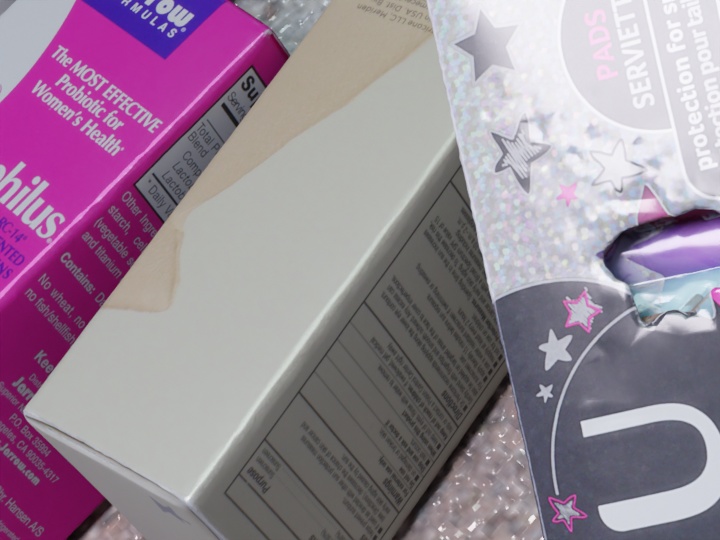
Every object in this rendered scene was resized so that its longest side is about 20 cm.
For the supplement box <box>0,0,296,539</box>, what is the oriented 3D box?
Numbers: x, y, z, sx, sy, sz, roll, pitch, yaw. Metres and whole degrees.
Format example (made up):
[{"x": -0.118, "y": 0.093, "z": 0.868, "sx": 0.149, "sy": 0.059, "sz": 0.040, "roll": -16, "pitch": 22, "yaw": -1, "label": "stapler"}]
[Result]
[{"x": -0.105, "y": 0.000, "z": 0.774, "sx": 0.200, "sy": 0.103, "sz": 0.101, "roll": -45, "pitch": 49, "yaw": -11, "label": "supplement box"}]

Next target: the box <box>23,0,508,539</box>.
[{"x": 0.000, "y": 0.000, "z": 0.726, "sx": 0.078, "sy": 0.095, "sz": 0.200, "roll": 24, "pitch": 69, "yaw": 38, "label": "box"}]

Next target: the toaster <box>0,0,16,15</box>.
[{"x": -0.119, "y": -0.144, "z": 0.865, "sx": 0.200, "sy": 0.129, "sz": 0.114, "roll": -37, "pitch": 50, "yaw": -1, "label": "toaster"}]

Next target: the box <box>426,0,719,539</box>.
[{"x": 0.099, "y": 0.003, "z": 0.594, "sx": 0.114, "sy": 0.132, "sz": 0.201, "roll": -15, "pitch": 85, "yaw": 19, "label": "box"}]
